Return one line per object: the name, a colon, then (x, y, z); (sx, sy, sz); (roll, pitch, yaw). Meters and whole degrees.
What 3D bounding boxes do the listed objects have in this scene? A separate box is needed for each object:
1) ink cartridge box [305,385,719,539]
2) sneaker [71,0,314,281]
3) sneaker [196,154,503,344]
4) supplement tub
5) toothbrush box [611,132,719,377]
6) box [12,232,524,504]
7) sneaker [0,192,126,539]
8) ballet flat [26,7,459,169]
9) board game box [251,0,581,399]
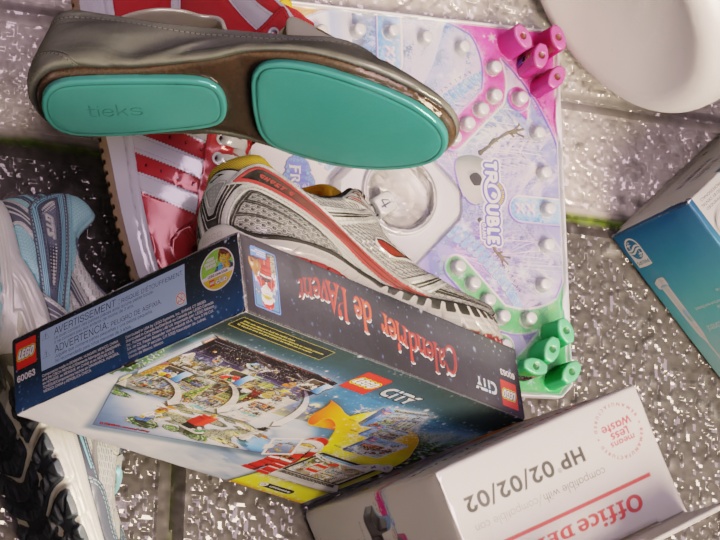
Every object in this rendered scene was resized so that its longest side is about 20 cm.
ink cartridge box: (0.069, 0.111, 1.119); (0.115, 0.200, 0.068); (-22, 88, -26)
sneaker: (-0.065, -0.058, 1.149); (0.112, 0.071, 0.202); (-15, 80, 4)
sneaker: (0.000, 0.000, 1.127); (0.200, 0.077, 0.083); (26, 50, -49)
supplement tub: (0.203, -0.191, 1.277); (0.200, 0.145, 0.145); (-36, 93, -26)
toothbrush box: (0.258, 0.008, 1.289); (0.146, 0.085, 0.201); (-40, 97, -26)
box: (-0.038, 0.050, 1.078); (0.199, 0.136, 0.038); (23, 51, -47)
sneaker: (-0.130, 0.054, 1.116); (0.086, 0.078, 0.201); (-16, 85, -29)
ballet flat: (-0.052, -0.091, 1.089); (0.198, 0.068, 0.064); (5, 49, 5)
board game box: (0.021, -0.039, 1.229); (0.198, 0.026, 0.202); (4, 76, -22)
